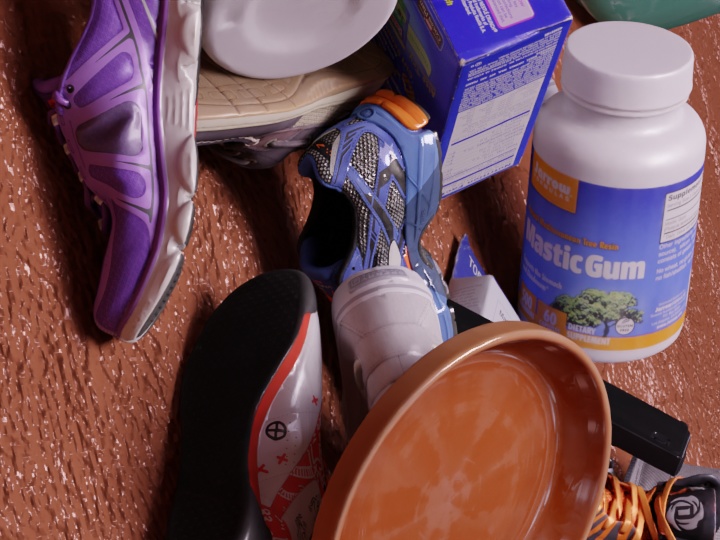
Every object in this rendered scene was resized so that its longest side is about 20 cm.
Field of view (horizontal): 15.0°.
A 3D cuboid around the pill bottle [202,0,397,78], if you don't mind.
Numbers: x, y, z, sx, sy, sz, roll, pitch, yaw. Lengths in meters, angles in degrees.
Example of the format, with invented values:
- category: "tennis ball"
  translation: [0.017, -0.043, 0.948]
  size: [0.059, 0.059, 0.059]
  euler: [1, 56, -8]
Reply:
- category: "pill bottle"
  translation: [-0.060, -0.211, 1.450]
  size: [0.114, 0.114, 0.201]
  euler: [35, 28, -52]

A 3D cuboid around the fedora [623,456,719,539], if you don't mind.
- category: "fedora"
  translation: [0.226, 0.196, 1.802]
  size: [0.200, 0.090, 0.178]
  euler: [-42, 129, -69]

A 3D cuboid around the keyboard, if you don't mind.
- category: "keyboard"
  translation: [0.099, 0.068, 1.596]
  size: [0.199, 0.021, 0.127]
  euler: [27, 16, 6]

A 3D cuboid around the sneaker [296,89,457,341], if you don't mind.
- category: "sneaker"
  translation: [0.000, 0.000, 1.524]
  size: [0.078, 0.075, 0.201]
  euler: [-22, 119, -30]

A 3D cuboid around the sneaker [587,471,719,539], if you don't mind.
- category: "sneaker"
  translation: [0.152, 0.133, 1.622]
  size: [0.200, 0.112, 0.078]
  euler: [44, 44, -44]

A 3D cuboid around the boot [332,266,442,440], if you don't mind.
- category: "boot"
  translation: [0.028, 0.092, 1.465]
  size: [0.200, 0.073, 0.096]
  euler: [70, 5, -53]

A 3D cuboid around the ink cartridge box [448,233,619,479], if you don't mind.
- category: "ink cartridge box"
  translation: [0.105, 0.106, 1.717]
  size: [0.200, 0.040, 0.201]
  euler: [56, 31, -32]

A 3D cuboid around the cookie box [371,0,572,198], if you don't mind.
- category: "cookie box"
  translation: [0.040, -0.157, 1.552]
  size: [0.200, 0.075, 0.172]
  euler: [105, -38, -69]

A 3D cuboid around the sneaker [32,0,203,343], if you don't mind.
- category: "sneaker"
  translation: [-0.121, -0.065, 1.352]
  size: [0.081, 0.083, 0.201]
  euler: [141, -49, -82]

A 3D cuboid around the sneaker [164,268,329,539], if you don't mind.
- category: "sneaker"
  translation: [-0.043, 0.104, 1.403]
  size: [0.108, 0.067, 0.202]
  euler: [56, 31, -40]

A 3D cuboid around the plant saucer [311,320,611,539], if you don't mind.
- category: "plant saucer"
  translation: [0.048, 0.118, 1.376]
  size: [0.200, 0.032, 0.201]
  euler: [-24, 127, -36]

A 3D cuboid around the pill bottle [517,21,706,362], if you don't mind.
- category: "pill bottle"
  translation: [0.162, -0.052, 1.754]
  size: [0.112, 0.111, 0.201]
  euler: [-59, 156, -56]

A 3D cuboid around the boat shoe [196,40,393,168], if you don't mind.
- category: "boat shoe"
  translation: [-0.058, -0.087, 1.478]
  size: [0.072, 0.065, 0.200]
  euler: [37, 31, 22]

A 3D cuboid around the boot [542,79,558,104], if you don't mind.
- category: "boot"
  translation: [0.065, -0.129, 1.758]
  size: [0.096, 0.073, 0.200]
  euler: [65, 20, 0]

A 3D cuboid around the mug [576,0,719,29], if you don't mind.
- category: "mug"
  translation: [0.208, -0.268, 2.050]
  size: [0.152, 0.114, 0.186]
  euler: [34, 45, -52]
